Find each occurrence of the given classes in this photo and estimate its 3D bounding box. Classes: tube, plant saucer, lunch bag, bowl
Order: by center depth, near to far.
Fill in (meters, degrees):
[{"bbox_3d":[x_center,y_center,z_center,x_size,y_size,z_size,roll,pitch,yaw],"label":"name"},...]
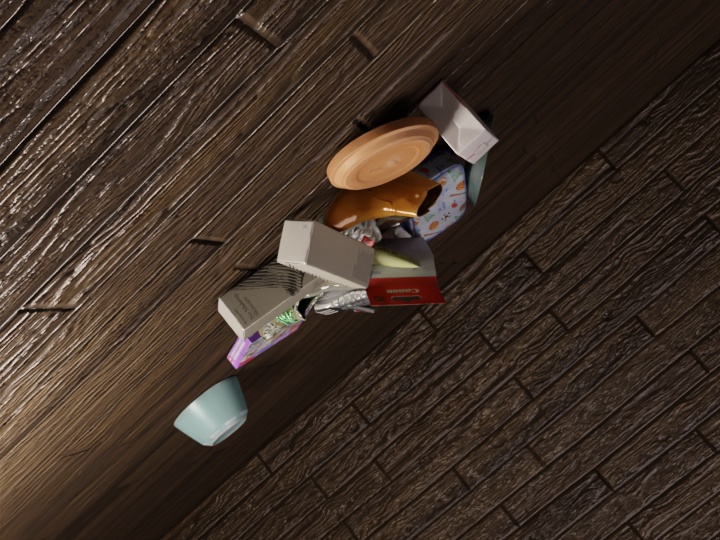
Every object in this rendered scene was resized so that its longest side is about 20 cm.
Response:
[{"bbox_3d":[0.040,-0.188,1.462,0.199,0.032,0.200,-22,165,-6],"label":"plant saucer"},{"bbox_3d":[0.024,-0.034,1.758,0.052,0.199,0.058,102,0,-52],"label":"tube"},{"bbox_3d":[0.145,-0.155,1.856,0.160,0.076,0.200,-33,146,-11],"label":"lunch bag"},{"bbox_3d":[0.249,-0.242,1.892,0.201,0.038,0.202,10,90,-86],"label":"plant saucer"},{"bbox_3d":[-0.371,0.377,2.260,0.200,0.105,0.201,-38,169,-9],"label":"bowl"}]

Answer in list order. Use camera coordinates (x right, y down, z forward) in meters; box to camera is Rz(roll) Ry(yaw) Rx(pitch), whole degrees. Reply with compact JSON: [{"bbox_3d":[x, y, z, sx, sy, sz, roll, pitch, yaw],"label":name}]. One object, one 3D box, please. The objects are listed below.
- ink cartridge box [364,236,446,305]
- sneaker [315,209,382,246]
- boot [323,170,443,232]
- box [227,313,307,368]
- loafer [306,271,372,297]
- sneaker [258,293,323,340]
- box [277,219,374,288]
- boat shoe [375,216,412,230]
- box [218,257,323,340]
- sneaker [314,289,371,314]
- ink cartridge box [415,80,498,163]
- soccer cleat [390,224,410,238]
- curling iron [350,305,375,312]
[{"bbox_3d":[0.077,-0.002,1.790,0.161,0.200,0.057,-2,117,-13],"label":"ink cartridge box"},{"bbox_3d":[-0.014,-0.081,1.674,0.070,0.094,0.200,-44,169,19],"label":"sneaker"},{"bbox_3d":[0.043,-0.118,1.573,0.201,0.144,0.071,-42,136,-27],"label":"boot"},{"bbox_3d":[-0.208,0.138,2.032,0.200,0.039,0.137,-32,166,-37],"label":"box"},{"bbox_3d":[-0.076,0.002,1.746,0.199,0.070,0.075,-10,-143,21],"label":"loafer"},{"bbox_3d":[-0.146,0.082,1.838,0.077,0.089,0.200,27,114,-34],"label":"sneaker"},{"bbox_3d":[-0.058,-0.027,1.565,0.200,0.068,0.083,25,74,-54],"label":"box"},{"bbox_3d":[0.051,-0.127,1.778,0.202,0.075,0.075,-18,-175,45],"label":"boat shoe"},{"bbox_3d":[-0.163,0.036,1.635,0.200,0.082,0.068,-37,169,-21],"label":"box"},{"bbox_3d":[-0.016,0.017,1.845,0.199,0.116,0.075,-14,162,25],"label":"sneaker"},{"bbox_3d":[0.179,-0.259,1.564,0.067,0.117,0.200,-42,170,13],"label":"ink cartridge box"},{"bbox_3d":[0.092,-0.114,2.005,0.086,0.070,0.200,-26,158,-24],"label":"soccer cleat"},{"bbox_3d":[-0.067,0.074,1.920,0.050,0.199,0.026,-86,-173,-58],"label":"curling iron"}]
